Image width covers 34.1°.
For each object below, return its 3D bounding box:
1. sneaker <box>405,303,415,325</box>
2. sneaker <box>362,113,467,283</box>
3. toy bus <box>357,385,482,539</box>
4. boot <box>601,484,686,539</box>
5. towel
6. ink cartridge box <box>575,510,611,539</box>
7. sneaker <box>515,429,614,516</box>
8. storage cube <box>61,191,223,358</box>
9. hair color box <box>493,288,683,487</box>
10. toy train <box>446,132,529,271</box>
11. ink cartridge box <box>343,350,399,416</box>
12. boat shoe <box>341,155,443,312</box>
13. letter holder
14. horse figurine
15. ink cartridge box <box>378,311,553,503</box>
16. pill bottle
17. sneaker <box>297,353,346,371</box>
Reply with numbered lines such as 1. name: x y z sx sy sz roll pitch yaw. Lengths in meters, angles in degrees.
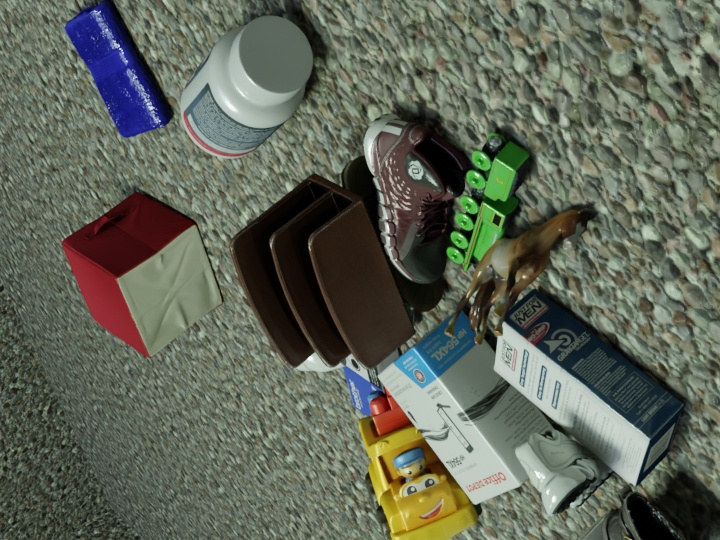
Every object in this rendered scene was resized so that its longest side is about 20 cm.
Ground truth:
1. sneaker: 0.000 0.000 1.475 0.202 0.075 0.092 57 176 -13
2. sneaker: 0.073 -0.066 1.247 0.115 0.075 0.202 15 133 49
3. toy bus: 0.063 0.238 1.520 0.200 0.134 0.195 -115 6 -74
4. boot: 0.325 0.320 1.234 0.201 0.069 0.174 50 172 13
5. towel: -0.365 -0.294 1.748 0.147 0.049 0.202 -1 120 61
6. ink cartridge box: 0.294 0.397 1.414 0.146 0.084 0.201 47 153 15
7. sneaker: 0.220 0.205 1.248 0.081 0.075 0.200 46 -170 21
8. storage cube: -0.363 0.006 1.968 0.179 0.170 0.202 26 142 42
9. hair color box: 0.231 0.119 1.212 0.199 0.060 0.101 40 152 27
10. toy train: 0.130 -0.062 1.195 0.056 0.042 0.201 33 149 16
11. ink cartridge box: 0.014 0.125 1.610 0.094 0.044 0.202 31 146 43
12. boat shoe: 0.025 -0.038 1.362 0.064 0.073 0.202 -2 120 54
13. letter holder: -0.044 0.022 1.320 0.100 0.141 0.202 29 150 48
14. horse figurine: 0.146 0.008 1.160 0.049 0.134 0.200 32 162 -6
15. ink cartridge box: 0.129 0.166 1.400 0.201 0.084 0.146 52 155 5
16. pill bottle: -0.130 -0.214 1.361 0.121 0.119 0.200 56 155 -4
17. sneaker: -0.044 0.030 1.531 0.087 0.075 0.204 0 93 34
